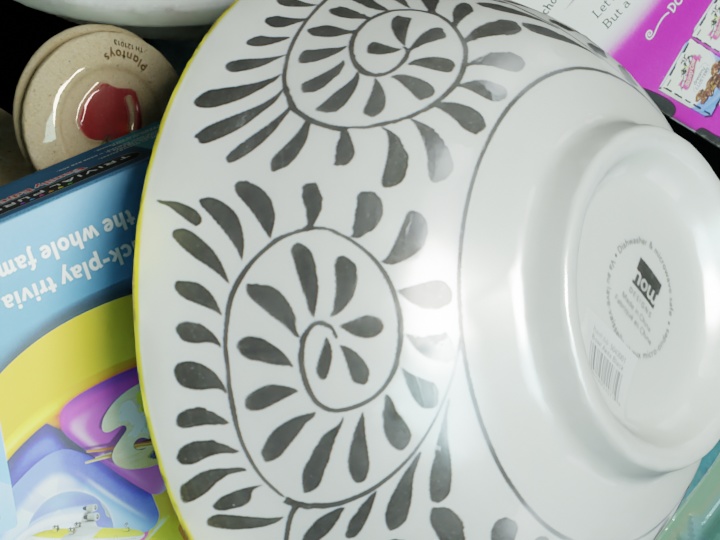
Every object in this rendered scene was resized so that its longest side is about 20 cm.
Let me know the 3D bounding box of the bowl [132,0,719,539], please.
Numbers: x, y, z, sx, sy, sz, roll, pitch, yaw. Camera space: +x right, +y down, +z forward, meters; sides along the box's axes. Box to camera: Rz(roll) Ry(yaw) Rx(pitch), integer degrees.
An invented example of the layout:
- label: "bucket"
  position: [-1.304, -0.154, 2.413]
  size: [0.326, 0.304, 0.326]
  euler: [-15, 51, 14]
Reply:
- label: "bowl"
  position: [0.041, 0.010, 0.705]
  size: [0.200, 0.094, 0.203]
  euler: [9, 78, -50]

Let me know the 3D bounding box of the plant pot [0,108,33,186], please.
- label: "plant pot"
  position: [-0.159, 0.047, 0.820]
  size: [0.199, 0.199, 0.178]
  euler: [-10, 117, -36]

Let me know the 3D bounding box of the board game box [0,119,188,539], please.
- label: "board game box"
  position: [-0.058, 0.071, 0.733]
  size: [0.150, 0.047, 0.201]
  euler: [-24, 106, -21]

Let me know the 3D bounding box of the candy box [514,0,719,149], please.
- label: "candy box"
  position: [0.093, -0.143, 0.947]
  size: [0.199, 0.061, 0.137]
  euler: [28, 98, -28]

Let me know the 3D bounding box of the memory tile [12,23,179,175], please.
- label: "memory tile"
  position: [-0.014, 0.017, 0.783]
  size: [0.199, 0.017, 0.155]
  euler: [8, 93, -27]

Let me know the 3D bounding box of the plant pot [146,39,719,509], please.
- label: "plant pot"
  position: [0.000, 0.000, 0.904]
  size: [0.199, 0.200, 0.189]
  euler: [-35, 111, -4]

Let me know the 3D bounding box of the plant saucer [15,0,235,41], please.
- label: "plant saucer"
  position: [-0.034, -0.122, 0.835]
  size: [0.199, 0.200, 0.050]
  euler: [-21, 130, -12]
